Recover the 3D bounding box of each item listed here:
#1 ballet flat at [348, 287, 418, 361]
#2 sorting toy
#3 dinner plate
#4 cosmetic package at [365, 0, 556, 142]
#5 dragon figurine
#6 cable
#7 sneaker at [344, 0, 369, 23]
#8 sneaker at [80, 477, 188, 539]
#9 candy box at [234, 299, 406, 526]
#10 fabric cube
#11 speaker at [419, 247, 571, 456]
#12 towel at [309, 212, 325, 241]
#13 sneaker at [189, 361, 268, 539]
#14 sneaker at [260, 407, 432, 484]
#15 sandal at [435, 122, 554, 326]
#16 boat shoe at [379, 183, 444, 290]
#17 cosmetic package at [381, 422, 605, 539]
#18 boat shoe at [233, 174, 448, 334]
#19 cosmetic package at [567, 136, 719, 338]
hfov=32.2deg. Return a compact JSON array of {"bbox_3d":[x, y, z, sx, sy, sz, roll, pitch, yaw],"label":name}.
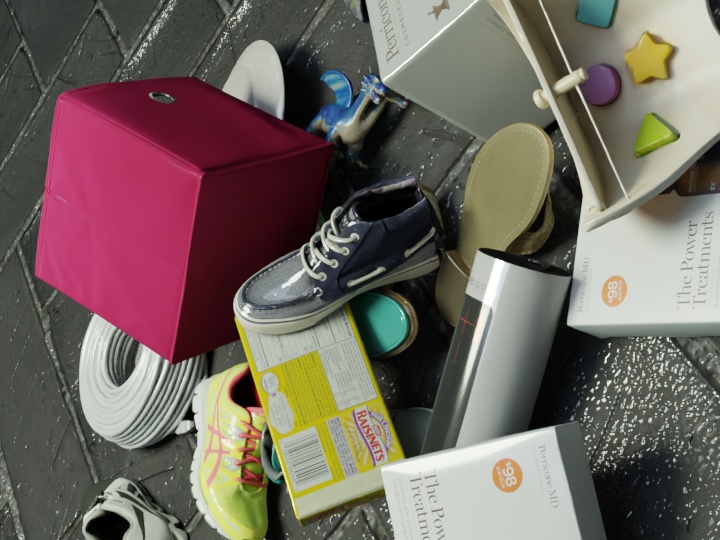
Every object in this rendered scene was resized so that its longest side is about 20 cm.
[{"bbox_3d":[-0.003,0.058,1.162,0.199,0.072,0.069,-20,76,44],"label":"ballet flat"},{"bbox_3d":[0.211,-0.157,0.905,0.179,0.107,0.202,-25,84,23],"label":"sorting toy"},{"bbox_3d":[-0.134,-0.158,1.396,0.200,0.024,0.203,-29,57,59],"label":"dinner plate"},{"bbox_3d":[0.129,-0.241,1.054,0.200,0.165,0.169,-38,46,33],"label":"cosmetic package"},{"bbox_3d":[-0.016,-0.165,1.273,0.200,0.058,0.100,27,95,61],"label":"dragon figurine"},{"bbox_3d":[-0.254,0.104,1.434,0.199,0.069,0.202,-28,56,40],"label":"cable"},{"bbox_3d":[0.050,-0.332,1.273,0.200,0.073,0.082,-45,55,36],"label":"sneaker"},{"bbox_3d":[-0.275,0.272,1.379,0.199,0.088,0.075,11,85,52],"label":"sneaker"},{"bbox_3d":[-0.034,0.109,1.070,0.101,0.026,0.201,-18,59,-4],"label":"candy box"},{"bbox_3d":[-0.174,-0.059,1.228,0.198,0.195,0.202,28,118,30],"label":"fabric cube"},{"bbox_3d":[0.106,0.086,0.999,0.081,0.081,0.202,26,104,50],"label":"speaker"},{"bbox_3d":[-0.121,-0.042,1.334,0.199,0.023,0.154,-31,78,37],"label":"towel"},{"bbox_3d":[-0.118,0.176,1.244,0.090,0.078,0.202,-37,49,31],"label":"sneaker"},{"bbox_3d":[-0.020,0.149,1.106,0.199,0.120,0.085,-18,62,44],"label":"sneaker"},{"bbox_3d":[0.130,-0.043,1.062,0.078,0.069,0.213,49,136,31],"label":"sandal"},{"bbox_3d":[0.000,0.000,1.187,0.199,0.072,0.065,-38,48,26],"label":"boat shoe"},{"bbox_3d":[0.108,0.226,0.911,0.150,0.052,0.202,-18,80,28],"label":"cosmetic package"},{"bbox_3d":[-0.023,-0.018,1.073,0.198,0.093,0.075,-24,55,-6],"label":"boat shoe"},{"bbox_3d":[0.240,-0.051,0.946,0.150,0.051,0.202,-6,71,50],"label":"cosmetic package"}]
